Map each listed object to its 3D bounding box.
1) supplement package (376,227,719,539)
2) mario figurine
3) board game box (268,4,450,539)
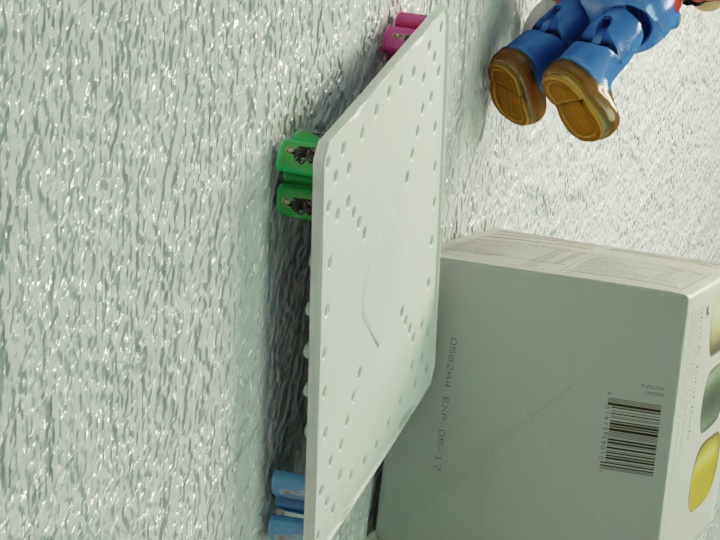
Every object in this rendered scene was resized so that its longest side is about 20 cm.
[{"bbox_3d":[0.111,0.067,1.567,0.200,0.150,0.152,-17,114,-74],"label":"supplement package"},{"bbox_3d":[0.165,-0.144,1.638,0.200,0.123,0.106,-47,167,-23],"label":"mario figurine"},{"bbox_3d":[0.000,0.000,1.354,0.200,0.026,0.201,-52,148,-61],"label":"board game box"}]
